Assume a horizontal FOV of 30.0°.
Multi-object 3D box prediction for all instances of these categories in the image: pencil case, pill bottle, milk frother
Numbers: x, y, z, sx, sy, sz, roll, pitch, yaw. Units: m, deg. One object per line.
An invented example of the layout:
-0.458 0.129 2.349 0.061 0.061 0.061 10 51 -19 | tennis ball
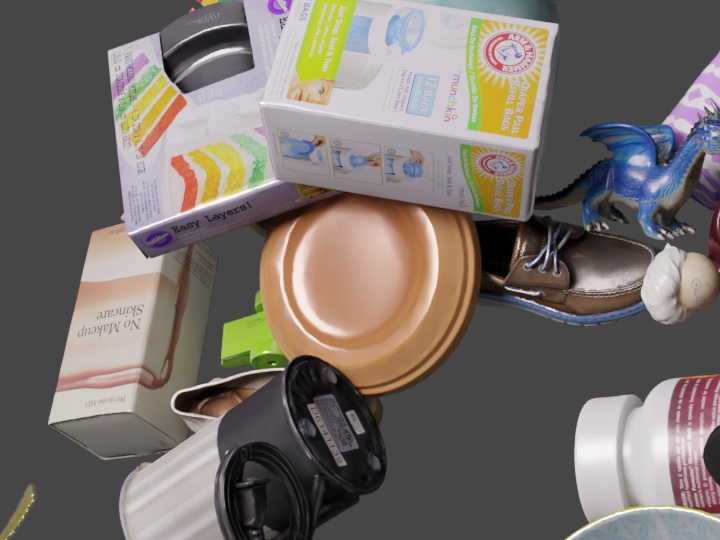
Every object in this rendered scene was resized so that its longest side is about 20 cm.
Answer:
0.308 -0.140 1.032 0.085 0.084 0.200 41 89 21 | pencil case
0.248 0.122 0.881 0.198 0.110 0.111 -7 58 29 | pill bottle
-0.100 0.177 1.003 0.188 0.199 0.182 -36 57 24 | milk frother

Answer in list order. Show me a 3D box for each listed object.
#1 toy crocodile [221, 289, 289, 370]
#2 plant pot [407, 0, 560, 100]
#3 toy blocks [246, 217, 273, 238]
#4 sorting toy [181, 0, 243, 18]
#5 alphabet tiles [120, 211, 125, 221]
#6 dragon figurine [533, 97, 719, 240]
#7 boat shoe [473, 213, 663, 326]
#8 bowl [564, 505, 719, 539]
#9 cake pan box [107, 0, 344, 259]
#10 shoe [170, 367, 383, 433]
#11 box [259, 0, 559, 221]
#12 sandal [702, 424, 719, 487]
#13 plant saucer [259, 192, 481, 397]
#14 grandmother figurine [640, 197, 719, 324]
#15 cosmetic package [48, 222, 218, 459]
-0.039 0.044 1.162 0.199 0.062 0.068 -22 52 26 | toy crocodile
0.080 -0.154 1.131 0.199 0.200 0.136 -14 81 26 | plant pot
-0.065 -0.109 1.230 0.136 0.100 0.201 33 76 -1 | toy blocks
-0.136 -0.229 1.269 0.200 0.069 0.199 -51 9 21 | sorting toy
-0.150 -0.130 1.255 0.196 0.015 0.200 -49 6 27 | alphabet tiles
0.198 -0.080 0.991 0.199 0.059 0.101 11 105 42 | dragon figurine
0.143 -0.004 1.056 0.198 0.072 0.073 0 62 33 | boat shoe
0.196 0.258 0.831 0.198 0.108 0.202 -17 54 25 | bowl
-0.112 -0.128 1.109 0.182 0.052 0.202 -16 60 10 | cake pan box
-0.074 0.119 1.135 0.198 0.053 0.071 -4 60 32 | shoe
0.039 -0.122 0.985 0.198 0.102 0.113 11 63 9 | box
0.278 0.169 0.798 0.075 0.200 0.045 -43 7 38 | sandal
0.000 0.000 1.079 0.198 0.037 0.203 -3 83 28 | plant saucer
0.289 -0.019 0.938 0.198 0.122 0.061 -23 7 4 | grandmother figurine
-0.206 0.061 1.236 0.102 0.087 0.202 -12 56 27 | cosmetic package
